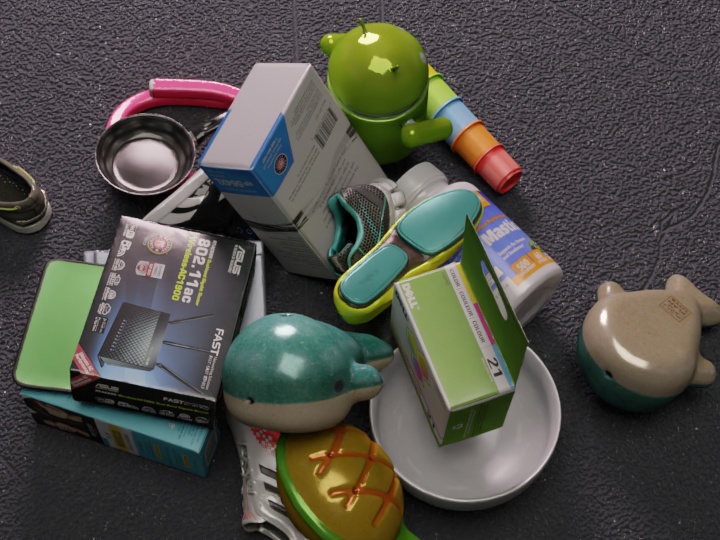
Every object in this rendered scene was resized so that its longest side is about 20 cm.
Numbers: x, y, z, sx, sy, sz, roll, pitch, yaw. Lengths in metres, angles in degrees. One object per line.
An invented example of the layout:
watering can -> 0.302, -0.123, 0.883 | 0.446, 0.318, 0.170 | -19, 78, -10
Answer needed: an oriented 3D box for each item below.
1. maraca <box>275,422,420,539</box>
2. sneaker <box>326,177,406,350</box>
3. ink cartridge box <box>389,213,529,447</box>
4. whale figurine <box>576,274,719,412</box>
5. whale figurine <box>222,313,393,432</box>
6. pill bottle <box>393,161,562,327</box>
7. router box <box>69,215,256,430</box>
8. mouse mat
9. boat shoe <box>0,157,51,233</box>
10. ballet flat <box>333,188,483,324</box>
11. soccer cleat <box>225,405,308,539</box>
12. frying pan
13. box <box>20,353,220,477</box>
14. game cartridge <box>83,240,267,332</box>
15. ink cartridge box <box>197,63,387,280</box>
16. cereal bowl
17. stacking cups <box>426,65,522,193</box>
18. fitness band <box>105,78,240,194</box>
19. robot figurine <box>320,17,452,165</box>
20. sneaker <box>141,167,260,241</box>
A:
maraca -> -0.008, 0.229, 1.249 | 0.137, 0.107, 0.201 | -13, 60, -51
sneaker -> 0.000, 0.000, 1.400 | 0.091, 0.077, 0.202 | -1, 85, -42
ink cartridge box -> 0.090, 0.060, 1.246 | 0.075, 0.200, 0.149 | -18, 64, -10
whale figurine -> 0.315, 0.079, 1.407 | 0.159, 0.104, 0.200 | 41, 45, 18
whale figurine -> -0.047, 0.084, 1.260 | 0.158, 0.105, 0.199 | 6, 17, 34
pill bottle -> 0.118, -0.026, 1.432 | 0.112, 0.112, 0.200 | -38, 71, -19
router box -> -0.198, 0.051, 1.323 | 0.148, 0.062, 0.201 | 11, 56, -1
mouse mat -> -0.250, 0.064, 1.352 | 0.198, 0.008, 0.162 | 9, 55, -1
boat shoe -> -0.449, -0.111, 1.488 | 0.200, 0.060, 0.072 | 25, 65, 11
ballet flat -> 0.048, -0.012, 1.353 | 0.200, 0.067, 0.067 | -39, 66, -23
soccer cleat -> -0.097, 0.222, 1.326 | 0.085, 0.069, 0.201 | -26, 71, -25
frying pan -> -0.224, -0.155, 1.497 | 0.115, 0.031, 0.190 | 35, 61, 15
box -> -0.248, 0.152, 1.349 | 0.198, 0.082, 0.049 | 17, 63, 7
game cartridge -> -0.201, 0.039, 1.413 | 0.198, 0.040, 0.135 | -3, 79, -3
ink cartridge box -> -0.068, -0.106, 1.415 | 0.084, 0.200, 0.147 | 7, 58, 35
cereal bowl -> 0.106, 0.160, 1.354 | 0.198, 0.083, 0.202 | 1, 63, -2
stacking cups -> 0.117, -0.177, 1.540 | 0.060, 0.061, 0.200 | -38, 72, -19
fitness band -> -0.204, -0.158, 1.533 | 0.198, 0.038, 0.145 | 3, 63, 1
robot figurine -> 0.019, -0.198, 1.467 | 0.115, 0.200, 0.176 | -32, 67, -15
sneaker -> -0.173, -0.049, 1.460 | 0.200, 0.073, 0.112 | -42, 98, 0
